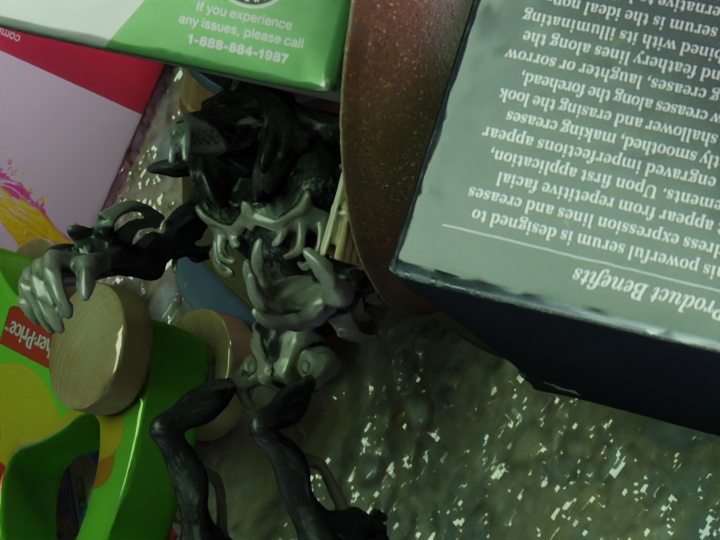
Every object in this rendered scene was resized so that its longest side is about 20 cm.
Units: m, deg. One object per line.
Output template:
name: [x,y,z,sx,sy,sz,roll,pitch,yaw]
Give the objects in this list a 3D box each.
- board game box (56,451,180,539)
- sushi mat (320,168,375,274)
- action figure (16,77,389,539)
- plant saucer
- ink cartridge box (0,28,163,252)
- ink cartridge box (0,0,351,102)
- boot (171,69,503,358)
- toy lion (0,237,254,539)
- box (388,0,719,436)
board game box: [-0.120,0.134,1.015,0.134,0.034,0.200,-52,42,15]
sushi mat: [0.030,-0.095,0.818,0.012,0.096,0.200,13,90,22]
action figure: [-0.041,0.011,0.855,0.119,0.102,0.200,-7,83,34]
plant saucer: [0.053,-0.080,0.815,0.037,0.200,0.201,13,80,22]
ink cartridge box: [-0.204,-0.052,1.112,0.145,0.145,0.200,22,88,49]
ink cartridge box: [-0.043,-0.163,0.819,0.145,0.088,0.200,13,93,15]
boot: [0.000,0.000,0.948,0.200,0.075,0.097,40,128,38]
toy lion: [-0.140,0.085,0.991,0.200,0.069,0.192,20,94,51]
box: [0.105,-0.063,0.762,0.107,0.148,0.200,14,81,22]
